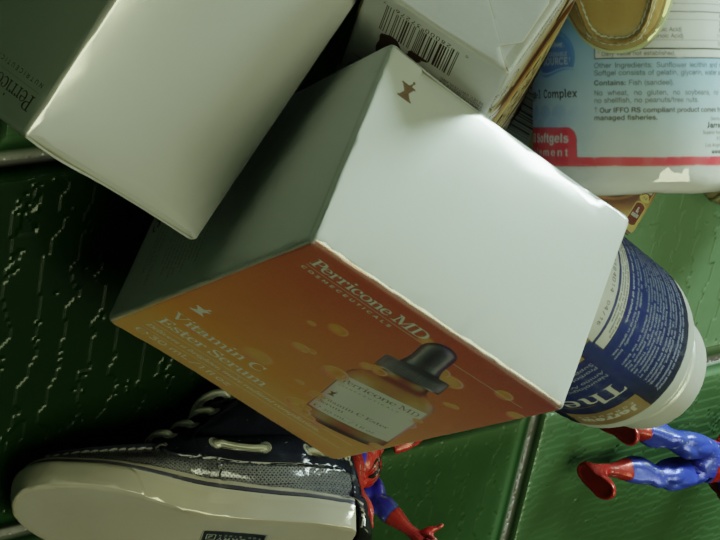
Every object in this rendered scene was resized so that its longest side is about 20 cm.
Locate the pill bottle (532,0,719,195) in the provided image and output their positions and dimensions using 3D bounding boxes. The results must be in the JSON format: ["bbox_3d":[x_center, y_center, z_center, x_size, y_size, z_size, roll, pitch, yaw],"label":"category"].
[{"bbox_3d":[0.145,-0.142,1.106,0.108,0.108,0.202,-4,94,-41],"label":"pill bottle"}]

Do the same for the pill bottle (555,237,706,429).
[{"bbox_3d":[0.135,0.031,1.252,0.111,0.111,0.200,-56,143,2],"label":"pill bottle"}]

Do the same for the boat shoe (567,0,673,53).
[{"bbox_3d":[0.119,-0.206,1.009,0.076,0.071,0.202,-50,134,-79],"label":"boat shoe"}]

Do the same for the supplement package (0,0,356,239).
[{"bbox_3d":[-0.087,-0.141,0.929,0.120,0.121,0.201,33,91,-48],"label":"supplement package"}]

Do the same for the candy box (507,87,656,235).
[{"bbox_3d":[0.167,-0.134,1.218,0.115,0.055,0.201,27,96,-49],"label":"candy box"}]

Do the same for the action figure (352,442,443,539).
[{"bbox_3d":[-0.024,0.153,1.200,0.199,0.099,0.066,-35,146,-24],"label":"action figure"}]

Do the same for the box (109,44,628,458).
[{"bbox_3d":[0.000,0.000,0.995,0.152,0.200,0.107,34,63,-22],"label":"box"}]

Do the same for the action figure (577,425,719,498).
[{"bbox_3d":[0.252,0.146,1.444,0.199,0.099,0.066,5,114,-47],"label":"action figure"}]

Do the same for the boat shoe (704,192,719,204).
[{"bbox_3d":[0.287,-0.127,1.331,0.063,0.073,0.202,16,112,-16],"label":"boat shoe"}]

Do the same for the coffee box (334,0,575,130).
[{"bbox_3d":[0.045,-0.108,1.017,0.113,0.080,0.200,-55,175,-24],"label":"coffee box"}]

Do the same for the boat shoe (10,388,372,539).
[{"bbox_3d":[-0.093,0.106,1.134,0.199,0.093,0.075,11,139,-20],"label":"boat shoe"}]
